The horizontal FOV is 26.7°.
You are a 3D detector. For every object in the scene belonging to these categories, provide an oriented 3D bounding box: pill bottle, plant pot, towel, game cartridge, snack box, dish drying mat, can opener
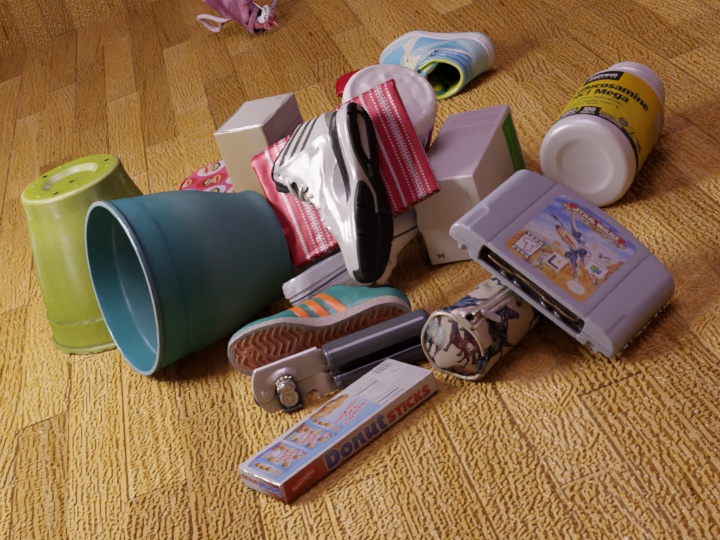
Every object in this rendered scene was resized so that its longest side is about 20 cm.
[{"bbox_3d":[0.026,-0.141,1.810,0.111,0.201,0.113,4,53,-5],"label":"pill bottle"},{"bbox_3d":[-0.188,-0.004,1.722,0.187,0.201,0.200,-18,20,-26],"label":"plant pot"},{"bbox_3d":[-0.019,-0.107,1.704,0.199,0.145,0.022,-28,-12,19],"label":"towel"},{"bbox_3d":[0.200,-0.014,1.466,0.200,0.042,0.133,38,55,17],"label":"game cartridge"},{"bbox_3d":[-0.020,0.149,1.444,0.200,0.024,0.072,-34,28,-29],"label":"snack box"},{"bbox_3d":[0.055,-0.324,2.423,0.199,0.018,0.077,-17,24,8],"label":"dish drying mat"},{"bbox_3d":[0.290,-0.166,1.771,0.112,0.113,0.200,-5,27,30],"label":"pill bottle"},{"bbox_3d":[-0.323,-0.032,1.870,0.199,0.194,0.201,-17,23,7],"label":"plant pot"},{"bbox_3d":[-0.020,0.089,1.540,0.199,0.053,0.067,-20,22,1],"label":"can opener"}]

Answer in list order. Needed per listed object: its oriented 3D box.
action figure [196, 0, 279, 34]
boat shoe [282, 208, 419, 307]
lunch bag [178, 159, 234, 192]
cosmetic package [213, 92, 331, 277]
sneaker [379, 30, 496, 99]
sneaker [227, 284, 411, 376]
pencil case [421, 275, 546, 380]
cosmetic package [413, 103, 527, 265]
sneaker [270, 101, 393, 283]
[{"bbox_3d":[-0.237,-0.509,2.956,0.200,0.134,0.149,43,101,36],"label":"action figure"},{"bbox_3d":[0.000,0.000,1.707,0.199,0.067,0.073,-32,5,-27],"label":"boat shoe"},{"bbox_3d":[-0.178,-0.087,2.013,0.175,0.082,0.200,-18,24,6],"label":"lunch bag"},{"bbox_3d":[-0.097,-0.100,1.826,0.071,0.201,0.105,-7,24,26],"label":"cosmetic package"},{"bbox_3d":[0.091,-0.306,2.280,0.199,0.080,0.131,-3,27,36],"label":"sneaker"},{"bbox_3d":[-0.043,0.062,1.605,0.199,0.072,0.080,-12,22,-2],"label":"sneaker"},{"bbox_3d":[0.151,0.028,1.498,0.200,0.078,0.089,-36,-7,-33],"label":"pencil case"},{"bbox_3d":[0.129,-0.103,1.772,0.084,0.108,0.200,-8,28,22],"label":"cosmetic package"},{"bbox_3d":[-0.033,-0.075,1.668,0.115,0.202,0.076,-15,-16,30],"label":"sneaker"}]
